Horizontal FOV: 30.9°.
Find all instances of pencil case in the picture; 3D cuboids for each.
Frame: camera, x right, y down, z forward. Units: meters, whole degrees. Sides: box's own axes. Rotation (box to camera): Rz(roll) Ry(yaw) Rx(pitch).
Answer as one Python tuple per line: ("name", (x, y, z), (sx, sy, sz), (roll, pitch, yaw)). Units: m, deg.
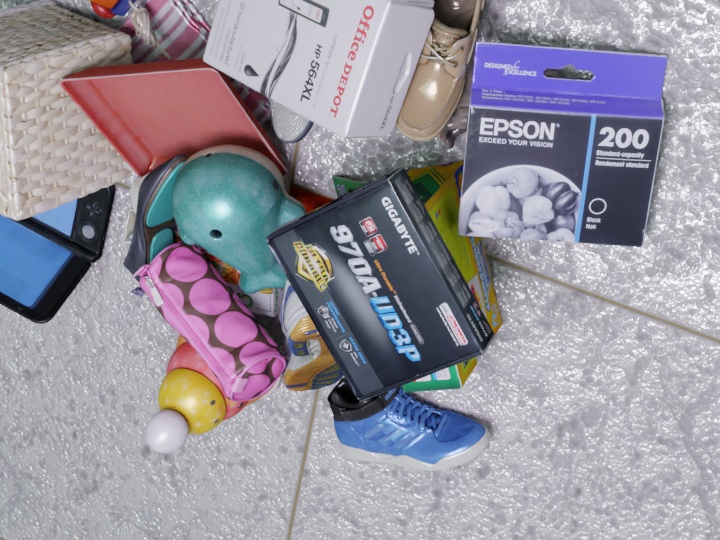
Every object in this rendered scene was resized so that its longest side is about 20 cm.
("pencil case", (-0.178, 0.062, 1.527), (0.200, 0.094, 0.091), (46, 108, 17))

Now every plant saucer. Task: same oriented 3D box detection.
("plant saucer", (-0.203, -0.172, 1.465), (0.199, 0.037, 0.200), (0, 150, 24))

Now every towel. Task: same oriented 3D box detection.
("towel", (-0.210, -0.219, 1.529), (0.146, 0.030, 0.200), (-37, 94, 34))

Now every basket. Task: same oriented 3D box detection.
("basket", (-0.383, -0.187, 1.505), (0.160, 0.200, 0.199), (22, 122, 33))

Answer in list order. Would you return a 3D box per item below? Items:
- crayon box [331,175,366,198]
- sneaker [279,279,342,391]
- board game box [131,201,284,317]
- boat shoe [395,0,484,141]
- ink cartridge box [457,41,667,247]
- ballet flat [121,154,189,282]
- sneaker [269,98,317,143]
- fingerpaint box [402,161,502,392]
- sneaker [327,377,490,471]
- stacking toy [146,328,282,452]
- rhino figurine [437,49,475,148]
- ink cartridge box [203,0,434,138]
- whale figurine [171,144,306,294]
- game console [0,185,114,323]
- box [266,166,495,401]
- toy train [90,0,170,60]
("crayon box", (0.000, 0.000, 1.478), (0.126, 0.051, 0.201), (19, 127, 61))
("sneaker", (-0.060, 0.075, 1.554), (0.075, 0.088, 0.200), (-9, 152, -11))
("board game box", (-0.188, -0.025, 1.603), (0.199, 0.035, 0.127), (12, 118, 20))
("boat shoe", (0.079, -0.230, 1.306), (0.071, 0.065, 0.201), (16, 89, 4))
("ink cartridge box", (0.204, -0.125, 1.327), (0.197, 0.043, 0.201), (4, 115, 2))
("ballet flat", (-0.249, -0.067, 1.549), (0.073, 0.073, 0.200), (27, 130, 12))
("sneaker", (-0.072, -0.227, 1.425), (0.077, 0.085, 0.201), (23, 121, 15))
("fingerpaint box", (0.079, 0.005, 1.409), (0.073, 0.167, 0.201), (-6, 110, 25))
("sneaker", (0.051, 0.171, 1.552), (0.199, 0.077, 0.112), (0, 122, 33))
("stacking toy", (-0.196, 0.152, 1.582), (0.146, 0.200, 0.147), (16, 132, 18))
("rhino figurine", (0.117, -0.168, 1.373), (0.087, 0.060, 0.200), (-39, 94, 10))
("ink cartridge box", (-0.044, -0.238, 1.302), (0.200, 0.084, 0.146), (31, 113, 28))
("whale figurine", (-0.138, -0.043, 1.479), (0.158, 0.104, 0.200), (-8, 126, 18))
("game console", (-0.435, -0.063, 1.657), (0.199, 0.116, 0.176), (26, 122, 12))
("box", (0.020, 0.017, 1.315), (0.159, 0.046, 0.200), (-23, 101, 29))
("toy train", (-0.296, -0.316, 1.450), (0.085, 0.116, 0.200), (-42, 74, 34))
